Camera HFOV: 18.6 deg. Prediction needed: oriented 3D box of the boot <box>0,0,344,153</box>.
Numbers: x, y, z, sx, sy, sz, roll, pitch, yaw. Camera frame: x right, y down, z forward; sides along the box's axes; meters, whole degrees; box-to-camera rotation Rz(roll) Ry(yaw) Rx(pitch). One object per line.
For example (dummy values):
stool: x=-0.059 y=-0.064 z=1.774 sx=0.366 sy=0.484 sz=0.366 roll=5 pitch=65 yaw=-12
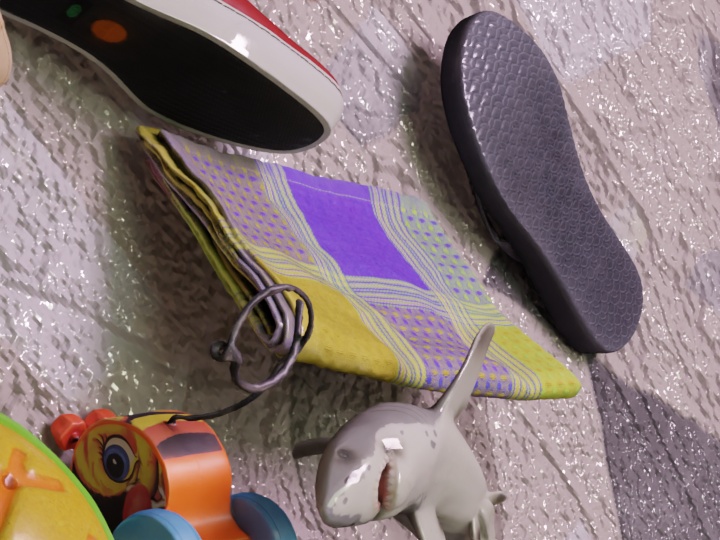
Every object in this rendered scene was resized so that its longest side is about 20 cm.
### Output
boot: x=-0.079 y=-0.148 z=0.939 sx=0.200 sy=0.072 sz=0.145 roll=32 pitch=53 yaw=-28

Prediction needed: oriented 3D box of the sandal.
sandal: x=0.083 y=-0.038 z=1.126 sx=0.076 sy=0.043 sz=0.201 roll=-49 pitch=124 yaw=-37

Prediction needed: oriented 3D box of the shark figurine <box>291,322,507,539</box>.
shark figurine: x=0.013 y=0.103 z=0.912 sx=0.215 sy=0.089 sz=0.129 roll=70 pitch=35 yaw=-48

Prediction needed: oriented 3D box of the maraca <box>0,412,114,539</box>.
maraca: x=-0.157 y=0.096 z=0.751 sx=0.137 sy=0.107 sz=0.200 roll=-32 pitch=86 yaw=-34

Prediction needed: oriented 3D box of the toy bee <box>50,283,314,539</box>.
toy bee: x=-0.075 y=0.099 z=0.863 sx=0.131 sy=0.108 sz=0.201 roll=28 pitch=83 yaw=-49

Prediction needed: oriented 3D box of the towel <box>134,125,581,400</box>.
towel: x=0.000 y=0.000 z=0.963 sx=0.199 sy=0.023 sz=0.144 roll=14 pitch=30 yaw=-46

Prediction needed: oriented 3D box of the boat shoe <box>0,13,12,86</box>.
boat shoe: x=-0.157 y=-0.089 z=0.803 sx=0.069 sy=0.074 sz=0.201 roll=29 pitch=78 yaw=-32
